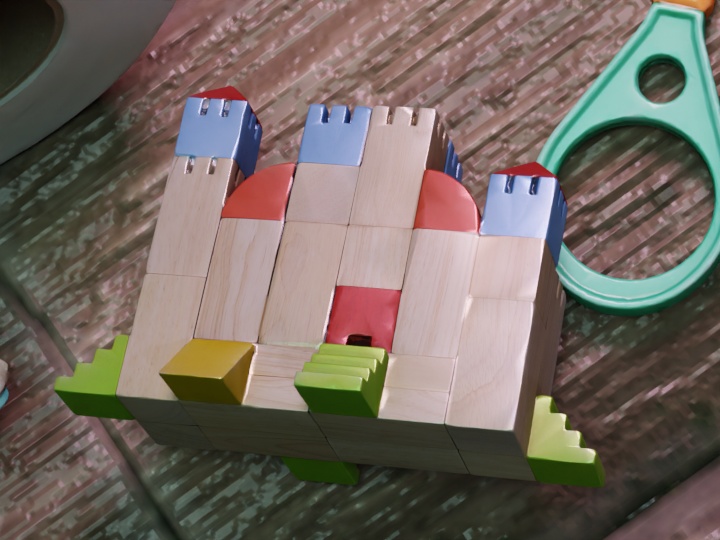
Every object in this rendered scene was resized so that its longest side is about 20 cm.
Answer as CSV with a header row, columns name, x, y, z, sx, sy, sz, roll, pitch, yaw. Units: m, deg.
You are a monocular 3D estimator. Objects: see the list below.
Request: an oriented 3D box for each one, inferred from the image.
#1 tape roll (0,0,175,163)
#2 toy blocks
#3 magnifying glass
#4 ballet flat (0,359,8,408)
name,x,y,z,sx,sy,sz,roll,pitch,yaw
tape roll,-0.187,-0.126,0.956,0.203,0.203,0.139,-31,74,2
toy blocks,0.000,0.000,0.956,0.200,0.100,0.137,5,66,17
magnifying glass,0.118,-0.080,0.982,0.080,0.022,0.200,13,79,13
ballet flat,-0.233,0.072,0.983,0.200,0.067,0.062,-30,105,3
